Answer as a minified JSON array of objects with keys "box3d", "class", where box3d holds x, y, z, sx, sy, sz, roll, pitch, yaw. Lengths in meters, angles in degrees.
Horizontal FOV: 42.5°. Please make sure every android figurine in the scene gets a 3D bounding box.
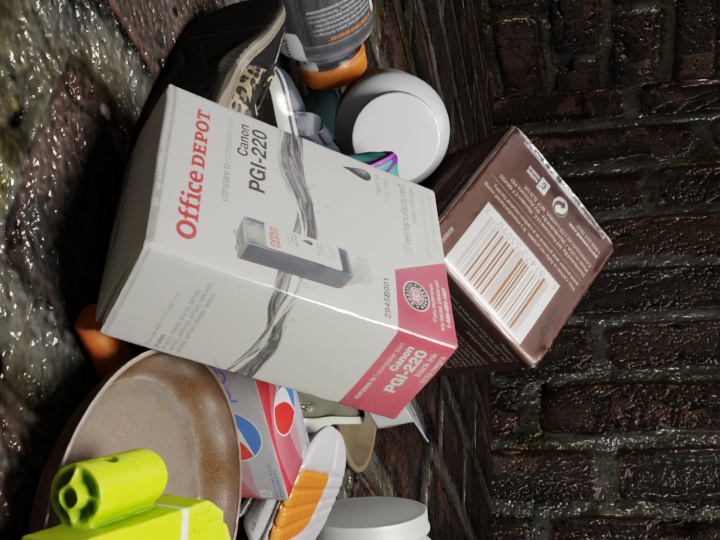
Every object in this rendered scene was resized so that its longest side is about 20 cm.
[{"box3d":[-0.122,0.185,0.472,0.200,0.041,0.184,3,88,-68],"class":"android figurine"}]

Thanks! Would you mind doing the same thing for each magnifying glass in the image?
[{"box3d":[-0.139,0.104,0.599,0.080,0.022,0.201,-76,161,-49],"class":"magnifying glass"}]

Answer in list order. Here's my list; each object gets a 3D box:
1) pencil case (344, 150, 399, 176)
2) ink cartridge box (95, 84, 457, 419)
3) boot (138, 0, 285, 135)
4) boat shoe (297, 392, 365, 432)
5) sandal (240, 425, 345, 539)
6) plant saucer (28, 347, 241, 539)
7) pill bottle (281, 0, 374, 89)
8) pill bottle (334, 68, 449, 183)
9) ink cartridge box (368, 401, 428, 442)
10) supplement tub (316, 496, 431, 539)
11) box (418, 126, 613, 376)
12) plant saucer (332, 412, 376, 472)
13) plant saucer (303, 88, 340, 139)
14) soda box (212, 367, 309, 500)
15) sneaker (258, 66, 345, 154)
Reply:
[{"box3d":[0.000,0.000,0.799,0.092,0.084,0.202,-60,145,-74],"class":"pencil case"},{"box3d":[-0.049,-0.010,0.576,0.085,0.199,0.146,-53,-152,39],"class":"ink cartridge box"},{"box3d":[-0.092,-0.104,0.718,0.201,0.073,0.151,-75,157,-43],"class":"boot"},{"box3d":[-0.041,0.118,0.890,0.202,0.071,0.061,16,76,-72],"class":"boat shoe"},{"box3d":[-0.078,0.218,0.761,0.208,0.059,0.079,-65,149,-19],"class":"sandal"},{"box3d":[-0.130,0.145,0.545,0.200,0.032,0.202,3,90,-69],"class":"plant saucer"},{"box3d":[-0.046,-0.274,0.880,0.107,0.105,0.201,-79,161,-45],"class":"pill bottle"},{"box3d":[0.029,-0.142,0.921,0.200,0.111,0.113,-94,177,-76],"class":"pill bottle"},{"box3d":[-0.004,0.083,0.918,0.201,0.039,0.099,57,2,-16],"class":"ink cartridge box"},{"box3d":[0.010,0.334,0.901,0.144,0.143,0.202,-2,89,-76],"class":"supplement tub"},{"box3d":[0.104,-0.010,0.928,0.166,0.200,0.164,47,64,-15],"class":"box"},{"box3d":[-0.013,0.136,1.096,0.200,0.029,0.202,-3,90,-76],"class":"plant saucer"},{"box3d":[-0.043,-0.102,1.006,0.200,0.036,0.202,-3,90,-77],"class":"plant saucer"},{"box3d":[-0.093,0.075,0.679,0.064,0.069,0.201,-68,152,-54],"class":"soda box"},{"box3d":[-0.050,-0.102,0.846,0.078,0.079,0.201,46,-28,46],"class":"sneaker"}]
